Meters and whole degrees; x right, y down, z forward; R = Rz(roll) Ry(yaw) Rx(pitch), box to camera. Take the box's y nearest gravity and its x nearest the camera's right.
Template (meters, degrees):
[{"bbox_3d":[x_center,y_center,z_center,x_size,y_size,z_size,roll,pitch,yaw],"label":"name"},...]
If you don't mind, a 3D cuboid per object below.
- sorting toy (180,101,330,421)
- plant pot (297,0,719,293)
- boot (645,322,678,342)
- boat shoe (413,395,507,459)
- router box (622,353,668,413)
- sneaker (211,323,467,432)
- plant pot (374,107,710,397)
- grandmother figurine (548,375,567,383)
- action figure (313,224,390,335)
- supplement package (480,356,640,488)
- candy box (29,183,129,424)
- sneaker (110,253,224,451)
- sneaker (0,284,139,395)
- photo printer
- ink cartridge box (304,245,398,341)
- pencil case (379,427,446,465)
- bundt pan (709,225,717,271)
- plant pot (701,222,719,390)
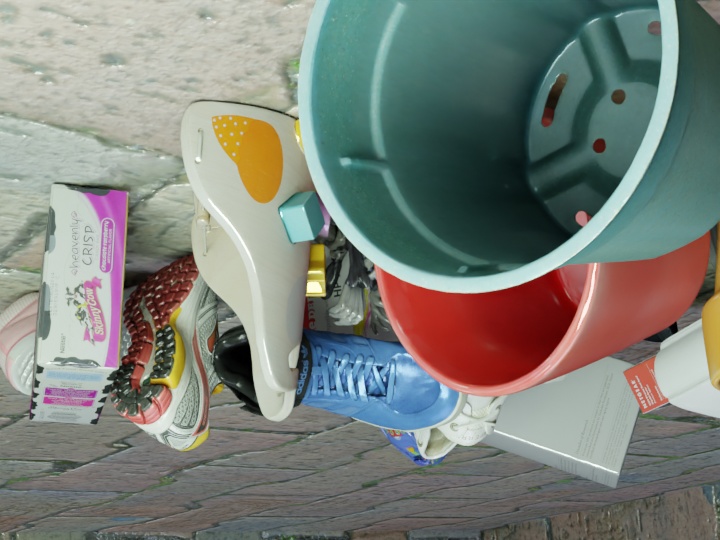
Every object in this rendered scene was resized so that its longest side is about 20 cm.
[{"bbox_3d":[-0.065,0.006,0.875,0.105,0.182,0.200,-3,163,-6],"label":"sorting toy"},{"bbox_3d":[0.103,-0.085,0.648,0.198,0.203,0.195,-17,167,33],"label":"plant pot"},{"bbox_3d":[0.209,0.036,1.224,0.166,0.077,0.200,-16,155,23],"label":"boot"},{"bbox_3d":[0.091,0.111,1.049,0.070,0.070,0.200,1,157,-14],"label":"boat shoe"},{"bbox_3d":[0.389,0.071,1.292,0.179,0.049,0.199,-32,169,35],"label":"router box"},{"bbox_3d":[-0.023,0.083,0.973,0.198,0.078,0.111,14,-172,27],"label":"sneaker"},{"bbox_3d":[0.136,-0.020,0.877,0.176,0.203,0.199,-3,166,-42],"label":"plant pot"},{"bbox_3d":[0.173,0.024,1.091,0.119,0.061,0.201,3,136,1],"label":"grandmother figurine"},{"bbox_3d":[0.000,0.000,1.012,0.198,0.103,0.119,-11,165,25],"label":"action figure"},{"bbox_3d":[0.204,0.144,1.385,0.198,0.121,0.121,17,168,14],"label":"supplement package"},{"bbox_3d":[-0.221,0.033,0.984,0.060,0.138,0.200,5,161,-14],"label":"candy box"},{"bbox_3d":[-0.149,0.064,1.033,0.077,0.201,0.082,-21,127,23],"label":"sneaker"},{"bbox_3d":[-0.245,0.046,1.155,0.199,0.076,0.104,-19,-152,-32],"label":"sneaker"},{"bbox_3d":[0.377,0.065,1.079,0.165,0.070,0.200,14,147,-27],"label":"photo printer"},{"bbox_3d":[0.005,0.038,1.103,0.197,0.118,0.067,-10,161,11],"label":"ink cartridge box"},{"bbox_3d":[0.109,0.114,1.278,0.199,0.087,0.078,-40,179,-16],"label":"pencil case"},{"bbox_3d":[0.389,-0.031,1.072,0.199,0.077,0.202,-6,163,-2],"label":"bundt pan"},{"bbox_3d":[0.333,-0.024,0.894,0.197,0.186,0.200,-5,163,-2],"label":"plant pot"}]
